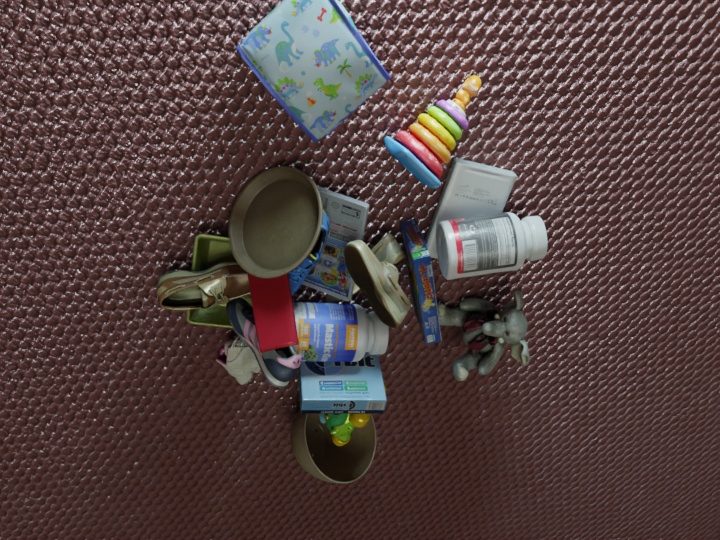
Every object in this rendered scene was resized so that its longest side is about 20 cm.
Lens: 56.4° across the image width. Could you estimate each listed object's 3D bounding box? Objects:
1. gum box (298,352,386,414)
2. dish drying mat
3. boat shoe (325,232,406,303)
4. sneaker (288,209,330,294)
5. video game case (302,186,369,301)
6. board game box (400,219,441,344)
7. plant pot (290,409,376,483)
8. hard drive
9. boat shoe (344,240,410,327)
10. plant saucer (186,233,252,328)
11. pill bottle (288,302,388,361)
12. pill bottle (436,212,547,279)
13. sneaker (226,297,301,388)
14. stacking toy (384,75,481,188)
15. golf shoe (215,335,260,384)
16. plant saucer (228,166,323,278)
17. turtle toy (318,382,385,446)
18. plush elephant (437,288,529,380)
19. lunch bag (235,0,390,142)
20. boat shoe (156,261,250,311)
[{"bbox_3d":[-0.043,0.196,1.358,0.165,0.203,0.045,3,130,-11],"label":"gum box"},{"bbox_3d":[-0.162,0.040,1.213,0.075,0.206,0.018,-12,168,10],"label":"dish drying mat"},{"bbox_3d":[0.000,0.000,1.331,0.198,0.072,0.066,-35,85,26],"label":"boat shoe"},{"bbox_3d":[-0.113,-0.019,1.231,0.065,0.079,0.203,18,118,-22],"label":"sneaker"},{"bbox_3d":[-0.066,-0.053,1.269,0.140,0.018,0.204,19,120,13],"label":"video game case"},{"bbox_3d":[0.118,0.022,1.318,0.033,0.137,0.204,-12,124,-1],"label":"board game box"},{"bbox_3d":[-0.080,0.372,1.490,0.198,0.204,0.133,34,142,-27],"label":"plant pot"},{"bbox_3d":[0.210,-0.110,1.315,0.128,0.027,0.204,9,120,-15],"label":"hard drive"},{"bbox_3d":[0.036,0.015,1.247,0.065,0.071,0.202,-45,124,-23],"label":"boat shoe"},{"bbox_3d":[-0.231,0.018,1.308,0.194,0.048,0.204,7,121,-14],"label":"plant saucer"},{"bbox_3d":[-0.048,0.122,1.318,0.194,0.113,0.115,2,122,-14],"label":"pill bottle"},{"bbox_3d":[0.249,-0.050,1.277,0.194,0.112,0.113,-7,124,-5],"label":"pill bottle"},{"bbox_3d":[-0.175,0.114,1.251,0.082,0.201,0.070,-49,160,28],"label":"sneaker"},{"bbox_3d":[0.145,-0.257,1.181,0.109,0.116,0.201,36,97,-28],"label":"stacking toy"},{"bbox_3d":[-0.229,0.164,1.360,0.091,0.076,0.200,35,134,-14],"label":"golf shoe"},{"bbox_3d":[-0.148,-0.084,1.190,0.198,0.203,0.029,-35,154,14],"label":"plant saucer"},{"bbox_3d":[-0.019,0.264,1.415,0.100,0.201,0.146,36,138,0],"label":"turtle toy"},{"bbox_3d":[0.276,0.124,1.387,0.195,0.169,0.155,-6,166,-23],"label":"plush elephant"},{"bbox_3d":[-0.071,-0.333,1.068,0.169,0.128,0.201,-36,111,14],"label":"lunch bag"},{"bbox_3d":[-0.278,0.040,1.240,0.194,0.075,0.077,-10,124,-3],"label":"boat shoe"}]
